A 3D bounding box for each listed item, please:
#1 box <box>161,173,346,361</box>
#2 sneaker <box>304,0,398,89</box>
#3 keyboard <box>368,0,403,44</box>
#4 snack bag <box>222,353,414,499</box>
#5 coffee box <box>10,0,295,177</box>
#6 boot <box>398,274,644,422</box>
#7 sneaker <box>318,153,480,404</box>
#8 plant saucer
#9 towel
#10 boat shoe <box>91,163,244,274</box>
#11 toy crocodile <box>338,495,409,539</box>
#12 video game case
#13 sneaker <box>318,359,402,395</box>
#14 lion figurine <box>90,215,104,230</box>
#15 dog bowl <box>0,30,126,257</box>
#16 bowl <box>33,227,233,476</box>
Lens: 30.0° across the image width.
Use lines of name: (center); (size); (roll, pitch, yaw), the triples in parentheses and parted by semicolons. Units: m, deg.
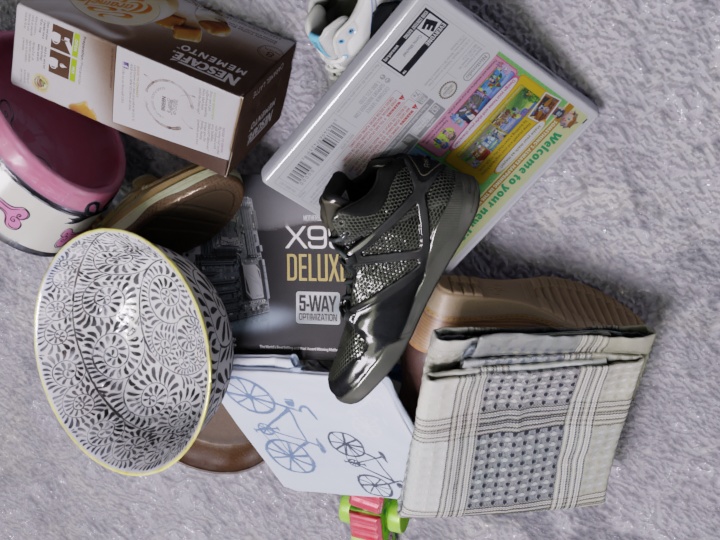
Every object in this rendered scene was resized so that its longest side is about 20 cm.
box: (-0.077, -0.005, 1.163); (0.198, 0.050, 0.160); (1, 94, 27)
sneaker: (-0.010, -0.173, 1.033); (0.075, 0.086, 0.202); (29, 131, 34)
keyboard: (0.050, -0.115, 1.046); (0.040, 0.103, 0.201); (49, 144, 43)
snack bag: (-0.025, 0.138, 1.169); (0.198, 0.022, 0.189); (0, 137, 32)
coffee box: (-0.168, -0.169, 1.099); (0.198, 0.115, 0.080); (24, 128, 9)
boot: (0.128, 0.088, 1.141); (0.198, 0.073, 0.168); (10, 124, -6)
sneaker: (0.000, 0.000, 1.026); (0.113, 0.076, 0.201); (22, 105, -16)
plant saucer: (-0.162, 0.116, 1.342); (0.198, 0.032, 0.202); (12, 125, 17)
towel: (0.133, 0.128, 1.095); (0.190, 0.035, 0.201); (0, 126, -11)
boat shoe: (-0.178, -0.052, 1.148); (0.199, 0.077, 0.071); (-30, 143, 32)
toy crocodile: (0.011, 0.214, 1.309); (0.067, 0.062, 0.202); (13, 127, 16)
video game case: (0.053, -0.098, 1.034); (0.181, 0.022, 0.200); (30, 116, -27)
sneaker: (0.031, 0.060, 1.200); (0.199, 0.079, 0.090); (28, 116, 0)
lion figurine: (-0.251, 0.016, 1.235); (0.072, 0.201, 0.123); (-25, 135, 4)
dog bowl: (-0.282, -0.116, 1.145); (0.073, 0.200, 0.201); (-33, 105, 23)
bowl: (-0.170, 0.059, 1.116); (0.199, 0.094, 0.203); (7, 103, 34)
